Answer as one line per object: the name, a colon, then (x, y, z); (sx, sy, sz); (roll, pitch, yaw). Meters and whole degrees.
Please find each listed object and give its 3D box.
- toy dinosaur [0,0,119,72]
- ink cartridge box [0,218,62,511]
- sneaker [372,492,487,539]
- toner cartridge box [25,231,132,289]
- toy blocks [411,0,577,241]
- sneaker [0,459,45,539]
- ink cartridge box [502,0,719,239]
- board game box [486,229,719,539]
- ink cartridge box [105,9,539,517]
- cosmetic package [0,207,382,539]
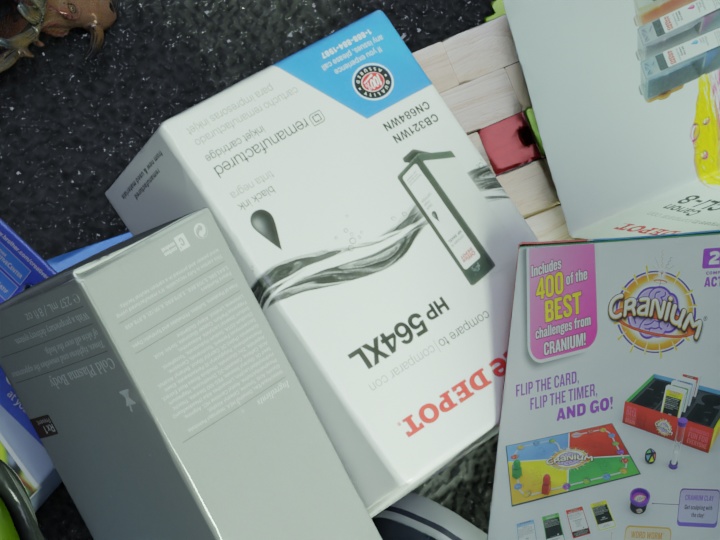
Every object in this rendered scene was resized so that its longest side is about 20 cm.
toy dinosaur: (-0.234, -0.135, 1.261); (0.200, 0.086, 0.136); (-31, 86, -7)
ink cartridge box: (-0.207, 0.082, 1.181); (0.119, 0.042, 0.200); (44, 96, 11)
sneaker: (0.071, 0.195, 1.194); (0.200, 0.078, 0.079); (40, 69, 5)
toner cartridge box: (-0.114, 0.031, 1.241); (0.200, 0.043, 0.095); (-20, 79, -10)
toy blocks: (0.054, -0.040, 1.259); (0.137, 0.100, 0.200); (-22, 86, 2)
sneaker: (-0.153, 0.168, 1.018); (0.071, 0.083, 0.200); (-11, 74, -9)
ink cartridge box: (0.195, -0.109, 1.166); (0.200, 0.145, 0.145); (-22, 75, 33)
board game box: (0.122, 0.085, 1.056); (0.040, 0.153, 0.200); (13, 80, -38)
ink cartridge box: (0.000, 0.000, 1.155); (0.146, 0.084, 0.200); (-32, 84, -34)
cosmetic package: (-0.077, 0.083, 1.111); (0.090, 0.107, 0.200); (-28, 94, -37)
